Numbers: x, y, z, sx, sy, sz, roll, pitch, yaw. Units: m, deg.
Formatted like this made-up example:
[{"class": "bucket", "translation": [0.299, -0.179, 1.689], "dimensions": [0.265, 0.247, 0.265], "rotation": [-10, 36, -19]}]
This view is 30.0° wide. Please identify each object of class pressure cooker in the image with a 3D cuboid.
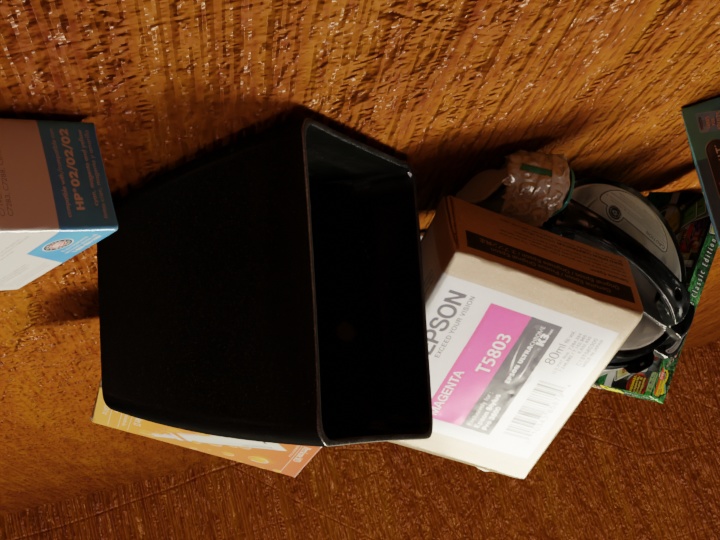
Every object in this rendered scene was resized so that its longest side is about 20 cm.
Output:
[{"class": "pressure cooker", "translation": [0.191, 0.014, 1.199], "dimensions": [0.175, 0.179, 0.200], "rotation": [-5, 167, -26]}]

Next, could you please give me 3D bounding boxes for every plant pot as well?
[{"class": "plant pot", "translation": [-0.071, 0.023, 0.922], "dimensions": [0.177, 0.200, 0.200], "rotation": [-7, 172, 21]}]

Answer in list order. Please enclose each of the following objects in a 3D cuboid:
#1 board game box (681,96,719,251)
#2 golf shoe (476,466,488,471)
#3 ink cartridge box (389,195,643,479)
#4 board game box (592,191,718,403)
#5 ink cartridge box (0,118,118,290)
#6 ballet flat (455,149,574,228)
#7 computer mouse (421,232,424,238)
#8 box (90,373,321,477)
[{"class": "board game box", "translation": [0.314, -0.048, 1.119], "dimensions": [0.047, 0.152, 0.200], "rotation": [-17, 168, 15]}, {"class": "golf shoe", "translation": [0.127, 0.106, 1.308], "dimensions": [0.072, 0.201, 0.092], "rotation": [23, 147, -23]}, {"class": "ink cartridge box", "translation": [0.100, 0.059, 1.065], "dimensions": [0.164, 0.075, 0.200], "rotation": [17, 126, -16]}, {"class": "board game box", "translation": [0.279, 0.021, 1.269], "dimensions": [0.023, 0.201, 0.105], "rotation": [24, 172, -25]}, {"class": "ink cartridge box", "translation": [-0.246, -0.032, 0.709], "dimensions": [0.200, 0.068, 0.115], "rotation": [-3, 164, -46]}, {"class": "ballet flat", "translation": [0.100, -0.048, 1.099], "dimensions": [0.072, 0.072, 0.200], "rotation": [-8, 162, -28]}, {"class": "computer mouse", "translation": [0.000, 0.000, 1.236], "dimensions": [0.199, 0.044, 0.110], "rotation": [-8, 166, -28]}, {"class": "box", "translation": [-0.131, 0.103, 1.211], "dimensions": [0.199, 0.098, 0.124], "rotation": [16, 156, -8]}]
